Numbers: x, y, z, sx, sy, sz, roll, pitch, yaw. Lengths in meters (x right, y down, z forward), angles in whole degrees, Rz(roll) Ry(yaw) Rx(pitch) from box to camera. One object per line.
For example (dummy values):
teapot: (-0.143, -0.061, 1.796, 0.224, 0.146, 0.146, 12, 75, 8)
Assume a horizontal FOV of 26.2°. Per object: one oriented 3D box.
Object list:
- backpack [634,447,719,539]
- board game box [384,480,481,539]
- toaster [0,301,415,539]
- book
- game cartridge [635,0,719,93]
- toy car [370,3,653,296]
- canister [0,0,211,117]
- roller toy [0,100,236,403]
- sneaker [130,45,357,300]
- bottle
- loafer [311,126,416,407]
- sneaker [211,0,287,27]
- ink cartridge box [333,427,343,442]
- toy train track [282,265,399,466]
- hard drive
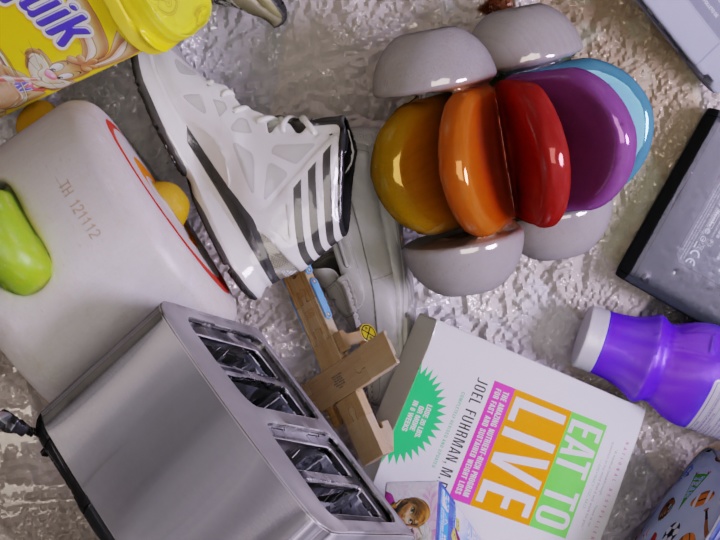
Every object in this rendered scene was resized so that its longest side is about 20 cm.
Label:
backpack: (0.274, 0.226, 1.091, 0.153, 0.191, 0.201, 28, 96, -11)
board game box: (0.055, 0.269, 1.019, 0.041, 0.200, 0.201, -4, 61, 18)
toaster: (-0.083, 0.125, 0.915, 0.119, 0.200, 0.181, -44, 67, 10)
book: (0.099, 0.125, 1.097, 0.199, 0.048, 0.134, 22, 90, -29)
game cartridge: (0.239, -0.226, 1.048, 0.133, 0.041, 0.200, -41, 128, 10)
toy car: (0.111, -0.083, 1.020, 0.199, 0.150, 0.176, -19, 102, -35)
canister: (-0.214, -0.179, 0.970, 0.199, 0.087, 0.149, -20, 109, 26)
roller toy: (-0.171, -0.010, 0.997, 0.139, 0.200, 0.183, -35, 113, 0)
sneaker: (-0.069, -0.091, 1.027, 0.115, 0.076, 0.201, -28, 75, 0)
bottle: (0.253, 0.080, 1.117, 0.199, 0.084, 0.066, 19, 53, 1)
loafer: (0.000, 0.000, 1.084, 0.069, 0.070, 0.202, -6, 99, 9)
sneaker: (-0.146, -0.196, 1.033, 0.199, 0.077, 0.089, 24, 105, -4)
ink cartridge box: (-0.071, 0.206, 1.079, 0.067, 0.116, 0.201, 17, 95, -9)
toy train track: (-0.021, 0.033, 1.045, 0.032, 0.115, 0.201, -13, 74, -45)
hard drive: (0.307, -0.010, 1.136, 0.199, 0.033, 0.140, 28, 94, -11)
